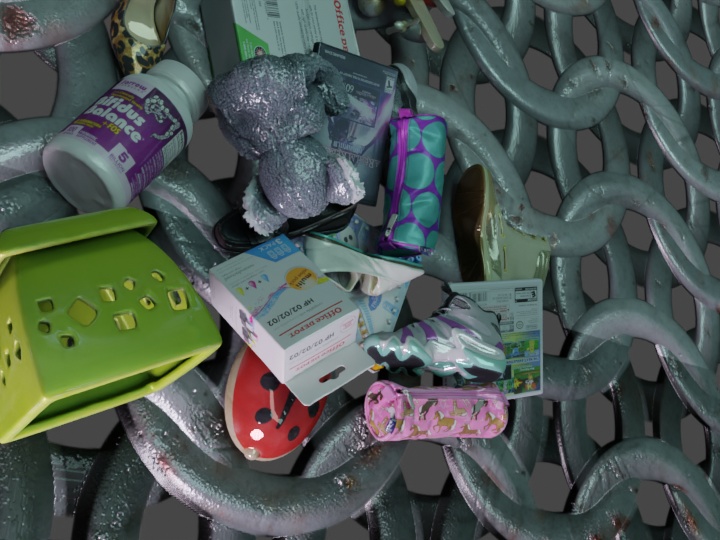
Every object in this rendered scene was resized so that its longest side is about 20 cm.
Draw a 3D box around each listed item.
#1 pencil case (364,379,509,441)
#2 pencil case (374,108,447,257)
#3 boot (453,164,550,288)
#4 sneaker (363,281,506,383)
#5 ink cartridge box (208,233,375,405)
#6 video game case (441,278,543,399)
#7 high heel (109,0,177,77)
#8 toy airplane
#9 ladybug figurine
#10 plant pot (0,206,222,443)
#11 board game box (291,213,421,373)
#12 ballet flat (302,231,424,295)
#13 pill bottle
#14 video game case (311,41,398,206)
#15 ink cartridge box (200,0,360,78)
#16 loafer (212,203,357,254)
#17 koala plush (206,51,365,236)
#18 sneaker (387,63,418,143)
[{"bbox_3d":[0.107,0.192,1.263,0.200,0.086,0.083,5,89,-29],"label":"pencil case"},{"bbox_3d":[0.072,-0.119,1.292,0.092,0.085,0.201,14,80,-53],"label":"pencil case"},{"bbox_3d":[0.229,-0.064,1.458,0.154,0.072,0.201,3,81,-35],"label":"boot"},{"bbox_3d":[0.103,0.075,1.274,0.199,0.078,0.140,11,59,-12],"label":"sneaker"},{"bbox_3d":[-0.082,0.056,1.116,0.115,0.068,0.200,-29,56,-29],"label":"ink cartridge box"},{"bbox_3d":[0.202,0.107,1.388,0.200,0.022,0.183,-2,92,-37],"label":"video game case"},{"bbox_3d":[-0.254,-0.336,1.143,0.071,0.142,0.201,15,67,-32],"label":"high heel"},{"bbox_3d":[0.062,-0.443,1.435,0.199,0.141,0.200,53,15,-23],"label":"toy airplane"},{"bbox_3d":[-0.095,0.145,1.151,0.136,0.072,0.200,33,59,-24],"label":"ladybug figurine"},{"bbox_3d":[-0.294,0.050,0.962,0.199,0.200,0.182,-17,78,-38],"label":"plant pot"},{"bbox_3d":[-0.016,0.010,1.283,0.200,0.026,0.200,35,58,-23],"label":"board game box"},{"bbox_3d":[0.000,0.000,1.245,0.200,0.069,0.070,15,67,-38],"label":"ballet flat"},{"bbox_3d":[-0.272,-0.164,1.094,0.112,0.112,0.200,46,54,-15],"label":"pill bottle"},{"bbox_3d":[-0.020,-0.200,1.278,0.143,0.019,0.201,10,88,-38],"label":"video game case"},{"bbox_3d":[-0.107,-0.316,1.282,0.200,0.084,0.146,-4,79,-38],"label":"ink cartridge box"},{"bbox_3d":[-0.096,-0.073,1.206,0.200,0.063,0.072,-13,75,-27],"label":"loafer"},{"bbox_3d":[-0.093,-0.154,1.139,0.184,0.177,0.201,0,74,-83],"label":"koala plush"},{"bbox_3d":[0.044,-0.215,1.372,0.114,0.075,0.201,-9,76,-37],"label":"sneaker"}]
